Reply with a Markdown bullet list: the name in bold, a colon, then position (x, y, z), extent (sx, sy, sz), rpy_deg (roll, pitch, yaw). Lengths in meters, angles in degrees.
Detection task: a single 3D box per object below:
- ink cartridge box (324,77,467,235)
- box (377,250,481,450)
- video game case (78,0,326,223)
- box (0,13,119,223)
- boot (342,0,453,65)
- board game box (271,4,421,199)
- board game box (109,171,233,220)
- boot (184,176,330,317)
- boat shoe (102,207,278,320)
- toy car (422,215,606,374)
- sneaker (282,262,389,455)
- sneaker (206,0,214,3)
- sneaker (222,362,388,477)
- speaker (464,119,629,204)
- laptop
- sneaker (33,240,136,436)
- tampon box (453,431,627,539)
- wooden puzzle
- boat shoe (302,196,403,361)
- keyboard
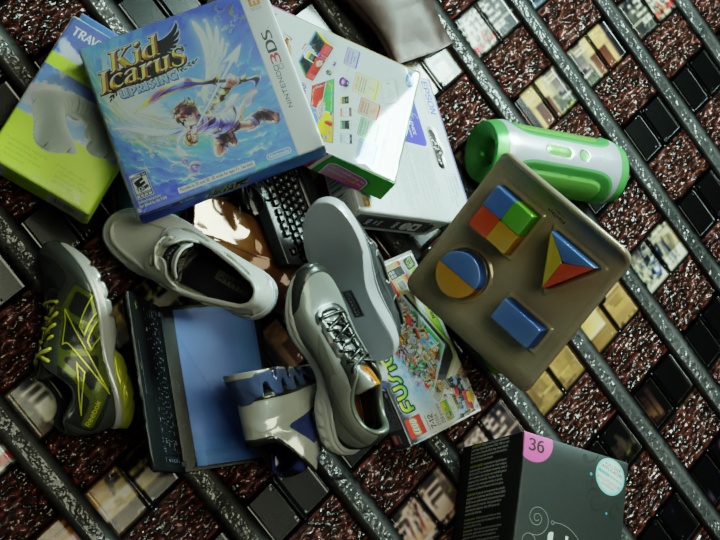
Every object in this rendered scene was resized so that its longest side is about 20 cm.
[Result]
- **ink cartridge box**: position (0.029, -0.138, 1.690), extent (0.199, 0.043, 0.199), rpy_deg (5, 62, -46)
- **box**: position (0.049, 0.090, 1.685), extent (0.110, 0.035, 0.201), rpy_deg (-24, 89, -33)
- **video game case**: position (-0.158, -0.167, 1.488), extent (0.199, 0.045, 0.182), rpy_deg (-21, 80, -4)
- **box**: position (-0.282, -0.164, 1.529), extent (0.122, 0.048, 0.201), rpy_deg (30, 71, -9)
- **boot**: position (0.012, -0.318, 1.753), extent (0.199, 0.072, 0.167), rpy_deg (-20, 85, -37)
- **board game box**: position (-0.044, -0.183, 1.588), extent (0.199, 0.040, 0.154), rpy_deg (23, 59, -14)
- **board game box**: position (-0.207, -0.125, 1.597), extent (0.135, 0.028, 0.201), rpy_deg (-1, 78, -31)
- **boot**: position (-0.103, -0.047, 1.608), extent (0.199, 0.068, 0.189), rpy_deg (22, 72, -29)
- **boat shoe**: position (-0.178, -0.009, 1.484), extent (0.199, 0.066, 0.072), rpy_deg (30, 90, 16)
- **toy car**: position (0.197, 0.003, 1.698), extent (0.158, 0.200, 0.165), rpy_deg (-34, 95, -33)
- **sneaker**: position (-0.017, 0.086, 1.517), extent (0.074, 0.079, 0.201), rpy_deg (-19, 92, -43)
- **sneaker**: position (-0.111, -0.221, 1.661), extent (0.084, 0.075, 0.201), rpy_deg (-17, 91, -40)
- **sneaker**: position (-0.059, 0.157, 1.571), extent (0.199, 0.080, 0.116), rpy_deg (-3, 85, -45)
- **speaker**: position (0.229, -0.132, 1.823), extent (0.199, 0.088, 0.089), rpy_deg (7, 73, -29)
- **laptop**: position (-0.157, 0.110, 1.516), extent (0.103, 0.200, 0.178), rpy_deg (-12, 80, 5)
- **sneaker**: position (-0.286, 0.069, 1.468), extent (0.084, 0.074, 0.201), rpy_deg (-18, 86, -32)
- **tampon box**: position (0.196, 0.300, 1.658), extent (0.149, 0.126, 0.201), rpy_deg (18, 67, -26)
- **wooden puzzle**: position (0.165, 0.003, 1.615), extent (0.185, 0.200, 0.046), rpy_deg (42, 20, 16)
- **boat shoe**: position (0.000, 0.000, 1.584), extent (0.201, 0.070, 0.066), rpy_deg (64, 32, -24)
- **keyboard**: position (-0.089, -0.099, 1.572), extent (0.104, 0.040, 0.201), rpy_deg (-18, 84, -34)
